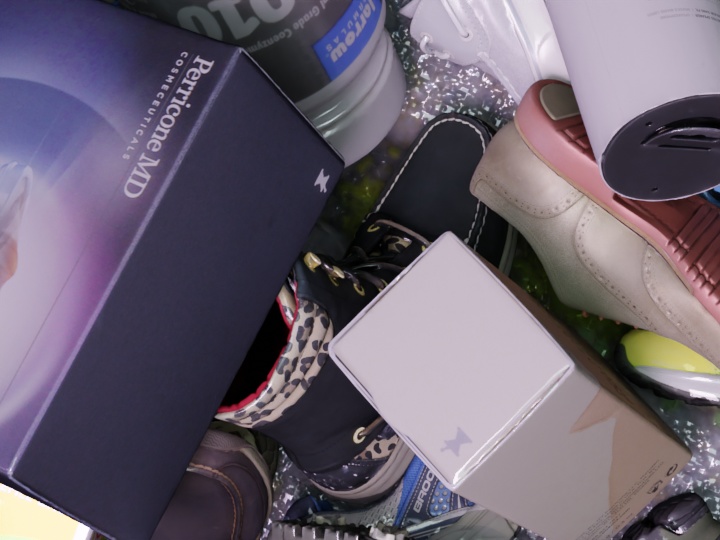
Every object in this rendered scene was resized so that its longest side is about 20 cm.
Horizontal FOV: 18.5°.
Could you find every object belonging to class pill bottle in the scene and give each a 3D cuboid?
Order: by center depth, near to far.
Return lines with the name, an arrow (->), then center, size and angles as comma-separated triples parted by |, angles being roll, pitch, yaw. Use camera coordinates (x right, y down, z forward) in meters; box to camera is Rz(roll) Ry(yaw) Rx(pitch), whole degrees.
pill bottle -> -0.055, -0.139, 1.029 | 0.114, 0.200, 0.114 | -14, 49, 16

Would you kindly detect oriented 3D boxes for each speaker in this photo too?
speaker -> 0.125, -0.132, 1.028 | 0.081, 0.081, 0.200 | -17, 58, 5

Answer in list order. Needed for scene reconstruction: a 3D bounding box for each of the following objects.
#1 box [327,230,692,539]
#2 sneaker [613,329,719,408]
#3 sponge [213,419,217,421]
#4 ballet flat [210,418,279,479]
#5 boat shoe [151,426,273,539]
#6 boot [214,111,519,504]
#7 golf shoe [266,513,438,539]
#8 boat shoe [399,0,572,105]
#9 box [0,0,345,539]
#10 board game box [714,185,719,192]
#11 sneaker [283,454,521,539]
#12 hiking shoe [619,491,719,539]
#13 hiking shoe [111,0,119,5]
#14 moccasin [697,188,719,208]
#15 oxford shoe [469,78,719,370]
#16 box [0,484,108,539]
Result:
box -> 0.074, 0.063, 1.026 | 0.078, 0.200, 0.095 | -45, 64, 5
sneaker -> 0.222, 0.022, 1.088 | 0.200, 0.078, 0.090 | -4, 89, -3
sponge -> -0.124, 0.085, 1.137 | 0.200, 0.030, 0.112 | -41, 89, 6
ballet flat -> -0.097, 0.024, 1.093 | 0.067, 0.046, 0.200 | -22, 89, 7
boat shoe -> -0.083, 0.143, 1.047 | 0.074, 0.200, 0.073 | 8, 54, 0
boot -> 0.001, 0.001, 1.046 | 0.073, 0.154, 0.204 | 18, 82, 30
golf shoe -> 0.043, 0.174, 1.039 | 0.200, 0.077, 0.088 | 20, 89, 6
boat shoe -> 0.050, -0.139, 1.076 | 0.068, 0.072, 0.200 | -25, 112, 12
box -> -0.148, -0.016, 0.960 | 0.198, 0.123, 0.200 | 21, 77, 28
board game box -> 0.274, -0.100, 1.051 | 0.153, 0.040, 0.200 | 24, 79, -5
sneaker -> -0.018, 0.160, 1.118 | 0.200, 0.077, 0.085 | -39, 84, -3
hiking shoe -> 0.133, 0.212, 1.101 | 0.101, 0.076, 0.200 | 39, 95, 5
hiking shoe -> -0.175, -0.100, 1.108 | 0.200, 0.074, 0.087 | -34, 79, -1
moccasin -> 0.154, -0.076, 1.084 | 0.080, 0.068, 0.200 | 8, 94, 4
oxford shoe -> 0.137, 0.000, 1.045 | 0.200, 0.071, 0.074 | 47, 123, 10
box -> -0.194, 0.161, 1.081 | 0.112, 0.101, 0.200 | 22, 96, 3
